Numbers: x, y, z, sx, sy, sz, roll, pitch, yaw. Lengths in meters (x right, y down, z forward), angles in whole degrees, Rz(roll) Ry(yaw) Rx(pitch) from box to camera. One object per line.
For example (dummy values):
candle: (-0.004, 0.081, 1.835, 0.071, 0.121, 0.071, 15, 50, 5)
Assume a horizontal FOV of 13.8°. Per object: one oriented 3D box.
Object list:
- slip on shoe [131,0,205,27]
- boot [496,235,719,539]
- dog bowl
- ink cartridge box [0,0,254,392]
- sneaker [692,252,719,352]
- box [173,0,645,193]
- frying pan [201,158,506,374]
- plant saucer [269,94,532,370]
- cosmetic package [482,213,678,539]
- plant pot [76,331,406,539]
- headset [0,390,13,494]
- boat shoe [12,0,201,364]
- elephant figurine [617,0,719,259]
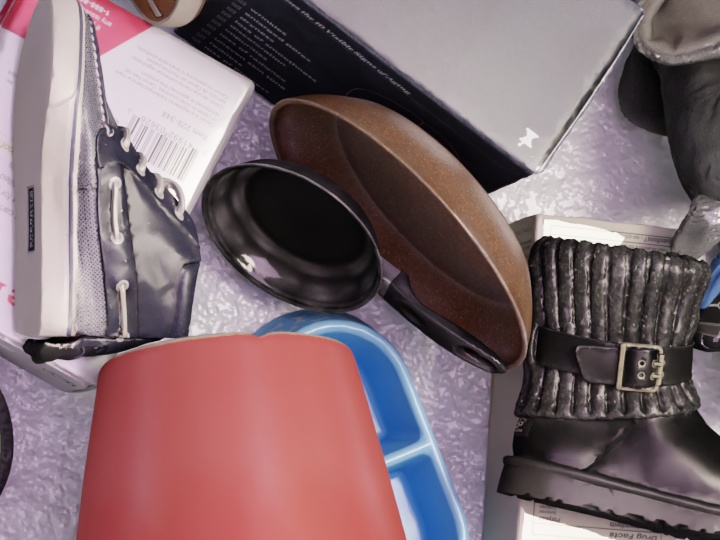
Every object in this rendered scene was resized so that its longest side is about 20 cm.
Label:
slip on shoe: (-0.108, -0.226, 1.708, 0.061, 0.076, 0.200, 7, 51, -35)
boot: (0.186, 0.071, 1.697, 0.211, 0.079, 0.158, 14, 82, -11)
dog bowl: (-0.003, 0.118, 1.736, 0.111, 0.050, 0.200, -21, 91, -16)
ink cartridge box: (-0.173, -0.051, 1.687, 0.148, 0.086, 0.200, 30, 79, -11)
sneaker: (0.262, 0.065, 1.788, 0.200, 0.071, 0.083, 38, 84, -32)
box: (0.023, -0.143, 1.692, 0.200, 0.197, 0.124, 37, 77, -10)
frying pan: (-0.003, -0.012, 1.675, 0.190, 0.115, 0.031, 16, 51, 21)
plant saucer: (0.031, -0.030, 1.671, 0.037, 0.200, 0.200, -43, 96, -16)
cosmetic package: (0.134, 0.072, 1.766, 0.103, 0.073, 0.200, 7, 83, -15)
plant pot: (-0.066, 0.135, 1.614, 0.200, 0.200, 0.178, 0, 74, -15)
headset: (-0.279, 0.076, 1.641, 0.200, 0.094, 0.124, 35, 76, -21)
boat shoe: (-0.137, -0.049, 1.623, 0.093, 0.075, 0.200, 1, 92, -22)
elephant figurine: (0.211, -0.131, 1.771, 0.155, 0.142, 0.200, -12, 55, -47)
